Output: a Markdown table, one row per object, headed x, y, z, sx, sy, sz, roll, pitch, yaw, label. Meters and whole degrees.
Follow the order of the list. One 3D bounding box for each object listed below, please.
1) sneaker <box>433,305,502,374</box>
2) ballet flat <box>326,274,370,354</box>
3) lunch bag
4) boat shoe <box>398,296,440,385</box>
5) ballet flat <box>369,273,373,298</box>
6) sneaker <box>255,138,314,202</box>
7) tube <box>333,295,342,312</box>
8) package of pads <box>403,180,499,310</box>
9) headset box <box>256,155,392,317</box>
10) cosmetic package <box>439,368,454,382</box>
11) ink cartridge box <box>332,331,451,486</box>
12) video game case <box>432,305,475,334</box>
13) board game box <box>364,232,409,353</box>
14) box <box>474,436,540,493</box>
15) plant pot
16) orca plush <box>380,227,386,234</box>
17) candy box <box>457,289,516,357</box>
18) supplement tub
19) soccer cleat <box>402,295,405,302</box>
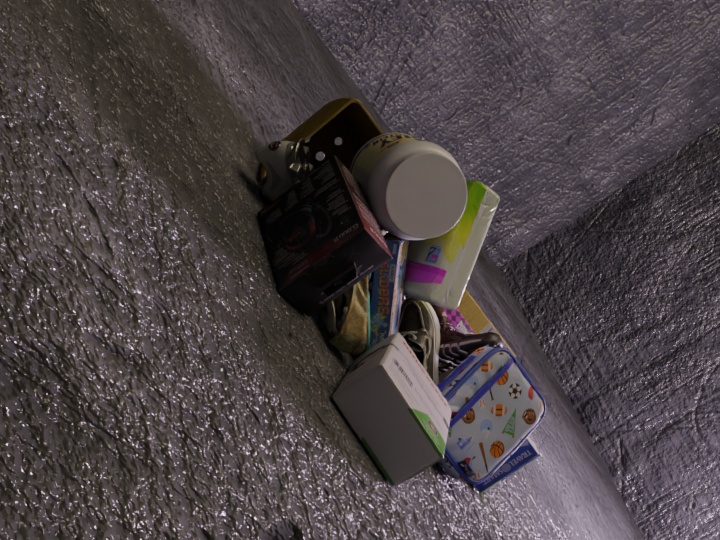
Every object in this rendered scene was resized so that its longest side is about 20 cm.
| x | y | z | sx | sy | sz | roll | pitch | yaw | label |
| --- | --- | --- | --- | --- | --- | --- | --- | --- | --- |
| 0.149 | 0.102 | 1.676 | 0.075 | 0.199 | 0.116 | 25 | 56 | -38 | sneaker |
| -0.015 | 0.019 | 1.434 | 0.071 | 0.070 | 0.201 | 37 | 53 | -58 | ballet flat |
| 0.179 | 0.220 | 1.550 | 0.161 | 0.200 | 0.075 | 54 | -20 | -16 | lunch bag |
| 0.088 | 0.125 | 1.617 | 0.064 | 0.070 | 0.201 | 38 | 40 | -51 | boat shoe |
| 0.000 | 0.000 | 1.593 | 0.200 | 0.066 | 0.057 | 81 | -7 | -66 | ballet flat |
| -0.111 | -0.119 | 1.574 | 0.074 | 0.088 | 0.201 | -68 | 153 | -47 | sneaker |
| -0.018 | 0.051 | 1.552 | 0.200 | 0.052 | 0.058 | 47 | 51 | -59 | tube |
| 0.126 | -0.048 | 1.606 | 0.068 | 0.201 | 0.154 | 25 | -4 | -29 | package of pads |
| -0.052 | -0.043 | 1.402 | 0.075 | 0.148 | 0.200 | 44 | 15 | -40 | headset box |
| 0.168 | 0.216 | 1.769 | 0.107 | 0.090 | 0.200 | 52 | 9 | -26 | cosmetic package |
| 0.048 | 0.181 | 1.360 | 0.147 | 0.084 | 0.200 | 56 | 11 | -2 | ink cartridge box |
| 0.153 | 0.109 | 1.914 | 0.200 | 0.036 | 0.181 | 53 | -19 | -16 | video game case |
| 0.040 | 0.047 | 1.519 | 0.135 | 0.034 | 0.201 | -40 | 137 | -78 | board game box |
| 0.199 | 0.269 | 1.649 | 0.200 | 0.122 | 0.048 | 53 | 8 | -14 | box |
| -0.050 | -0.171 | 1.702 | 0.200 | 0.200 | 0.176 | 50 | 1 | -26 | plant pot |
| 0.019 | -0.060 | 1.778 | 0.071 | 0.201 | 0.105 | -23 | 61 | -42 | orca plush |
| 0.201 | 0.109 | 1.950 | 0.200 | 0.056 | 0.117 | 53 | -20 | -11 | candy box |
| 0.070 | -0.126 | 1.506 | 0.145 | 0.145 | 0.200 | 52 | -3 | -18 | supplement tub |
| 0.035 | 0.032 | 1.733 | 0.201 | 0.077 | 0.069 | 59 | 12 | 16 | soccer cleat |
